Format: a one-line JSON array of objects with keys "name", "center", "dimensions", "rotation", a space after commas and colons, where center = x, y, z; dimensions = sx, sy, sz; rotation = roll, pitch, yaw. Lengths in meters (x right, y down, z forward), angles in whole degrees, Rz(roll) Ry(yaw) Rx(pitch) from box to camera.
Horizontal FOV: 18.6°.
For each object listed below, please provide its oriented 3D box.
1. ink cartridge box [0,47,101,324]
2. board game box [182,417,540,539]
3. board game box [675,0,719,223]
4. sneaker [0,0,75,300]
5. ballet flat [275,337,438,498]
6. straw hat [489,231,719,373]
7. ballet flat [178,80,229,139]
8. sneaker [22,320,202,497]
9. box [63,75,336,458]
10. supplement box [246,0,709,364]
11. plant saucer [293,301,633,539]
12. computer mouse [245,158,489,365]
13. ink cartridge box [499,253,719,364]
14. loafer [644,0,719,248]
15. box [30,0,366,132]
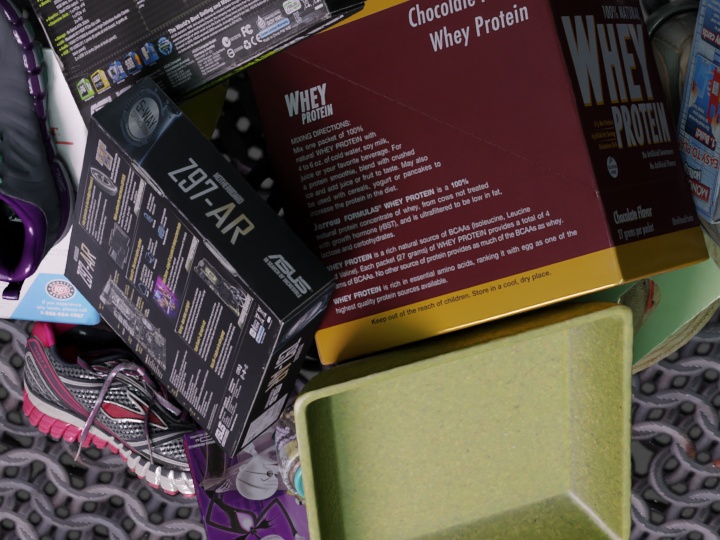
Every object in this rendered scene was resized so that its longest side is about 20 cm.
[{"name": "ink cartridge box", "center": [-0.219, -0.069, 1.395], "dimensions": [0.115, 0.067, 0.202], "rotation": [5, 123, 4]}, {"name": "board game box", "center": [0.000, 0.136, 1.349], "dimensions": [0.198, 0.121, 0.032], "rotation": [-13, 167, -10]}, {"name": "board game box", "center": [0.267, -0.116, 1.264], "dimensions": [0.198, 0.062, 0.201], "rotation": [14, 106, -25]}, {"name": "sneaker", "center": [-0.220, -0.083, 1.293], "dimensions": [0.074, 0.088, 0.201], "rotation": [-11, 121, 14]}, {"name": "ballet flat", "center": [0.040, 0.074, 1.324], "dimensions": [0.199, 0.072, 0.073], "rotation": [-17, 122, -9]}, {"name": "straw hat", "center": [0.142, 0.019, 1.397], "dimensions": [0.199, 0.085, 0.203], "rotation": [4, 124, 5]}, {"name": "ballet flat", "center": [-0.106, -0.165, 1.322], "dimensions": [0.066, 0.067, 0.201], "rotation": [-15, 119, 9]}, {"name": "sneaker", "center": [-0.141, 0.089, 1.459], "dimensions": [0.198, 0.081, 0.075], "rotation": [17, 123, 18]}, {"name": "box", "center": [-0.098, 0.004, 1.264], "dimensions": [0.160, 0.043, 0.200], "rotation": [46, 154, 13]}, {"name": "supplement box", "center": [0.064, -0.073, 1.248], "dimensions": [0.196, 0.132, 0.202], "rotation": [-16, 88, 30]}, {"name": "plant saucer", "center": [0.057, 0.105, 1.272], "dimensions": [0.198, 0.048, 0.201], "rotation": [-15, 131, -11]}, {"name": "computer mouse", "center": [0.000, 0.000, 1.413], "dimensions": [0.198, 0.046, 0.142], "rotation": [15, 103, -8]}, {"name": "ink cartridge box", "center": [0.110, -0.030, 1.330], "dimensions": [0.145, 0.048, 0.201], "rotation": [-41, 71, 27]}, {"name": "loafer", "center": [0.227, -0.068, 1.337], "dimensions": [0.071, 0.063, 0.201], "rotation": [-28, 116, 4]}, {"name": "box", "center": [-0.113, -0.196, 1.223], "dimensions": [0.199, 0.047, 0.195], "rotation": [-23, 90, 38]}]
